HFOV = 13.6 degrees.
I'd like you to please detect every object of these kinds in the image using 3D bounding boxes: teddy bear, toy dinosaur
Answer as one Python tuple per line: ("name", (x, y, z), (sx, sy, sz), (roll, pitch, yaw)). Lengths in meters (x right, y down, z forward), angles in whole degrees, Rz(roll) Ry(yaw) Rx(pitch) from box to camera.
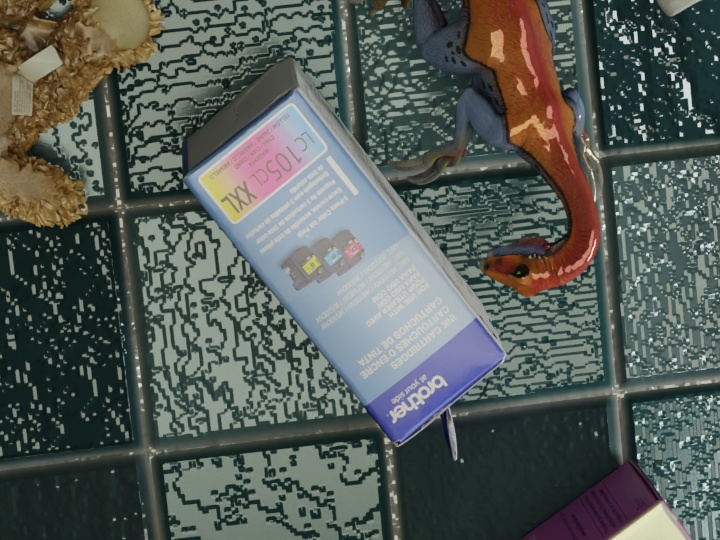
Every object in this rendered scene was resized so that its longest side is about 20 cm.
("teddy bear", (-0.190, -0.087, 1.506), (0.144, 0.067, 0.201), (25, 90, -17))
("toy dinosaur", (0.064, -0.086, 1.473), (0.105, 0.200, 0.182), (-23, 56, -10))

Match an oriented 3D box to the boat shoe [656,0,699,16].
("boat shoe", (0.231, -0.189, 1.512), (0.199, 0.072, 0.066), (-25, 105, 1))

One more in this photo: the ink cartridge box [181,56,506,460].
("ink cartridge box", (0.000, 0.000, 1.491), (0.076, 0.136, 0.200), (-39, 100, 4))

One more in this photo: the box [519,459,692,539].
("box", (0.117, 0.233, 1.559), (0.200, 0.097, 0.176), (-37, 100, 1))
